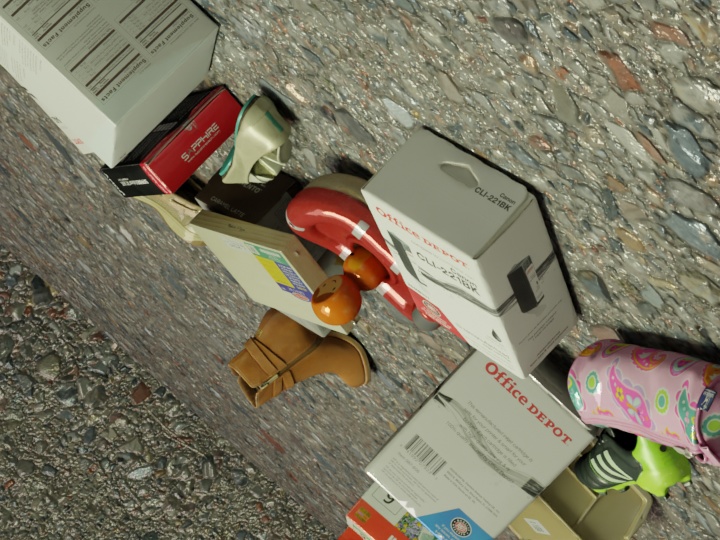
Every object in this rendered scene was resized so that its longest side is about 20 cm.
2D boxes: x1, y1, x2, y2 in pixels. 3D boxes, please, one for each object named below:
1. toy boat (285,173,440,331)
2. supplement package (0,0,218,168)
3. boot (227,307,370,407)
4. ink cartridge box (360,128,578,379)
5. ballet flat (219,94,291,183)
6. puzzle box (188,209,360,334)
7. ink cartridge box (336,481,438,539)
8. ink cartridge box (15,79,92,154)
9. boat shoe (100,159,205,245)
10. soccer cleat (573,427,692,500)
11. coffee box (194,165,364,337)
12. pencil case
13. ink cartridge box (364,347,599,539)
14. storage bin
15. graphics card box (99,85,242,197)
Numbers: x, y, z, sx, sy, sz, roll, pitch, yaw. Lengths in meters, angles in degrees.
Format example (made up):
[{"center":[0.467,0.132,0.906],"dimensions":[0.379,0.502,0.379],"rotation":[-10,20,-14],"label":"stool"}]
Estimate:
[{"center":[0.000,0.000,1.774],"dimensions":[0.200,0.131,0.131],"rotation":[42,164,4],"label":"toy boat"},{"center":[-0.271,-0.241,1.783],"dimensions":[0.200,0.151,0.152],"rotation":[43,164,2],"label":"supplement package"},{"center":[-0.081,0.124,2.264],"dimensions":[0.074,0.155,0.200],"rotation":[25,156,48],"label":"boot"},{"center":[0.100,-0.014,1.572],"dimensions":[0.144,0.084,0.200],"rotation":[34,161,35],"label":"ink cartridge box"},{"center":[-0.107,-0.125,1.853],"dimensions":[0.069,0.069,0.200],"rotation":[43,165,2],"label":"ballet flat"},{"center":[-0.095,0.000,1.919],"dimensions":[0.200,0.025,0.133],"rotation":[17,150,53],"label":"puzzle box"},{"center":[0.046,0.284,1.929],"dimensions":[0.109,0.200,0.050],"rotation":[39,164,16],"label":"ink cartridge box"},{"center":[-0.357,-0.241,2.127],"dimensions":[0.200,0.084,0.146],"rotation":[49,164,-16],"label":"ink cartridge box"},{"center":[-0.252,-0.117,2.253],"dimensions":[0.200,0.071,0.065],"rotation":[39,129,16],"label":"boat shoe"},{"center":[0.262,0.179,1.737],"dimensions":[0.081,0.067,0.200],"rotation":[63,162,-4],"label":"soccer cleat"},{"center":[-0.091,-0.029,2.025],"dimensions":[0.114,0.080,0.200],"rotation":[28,158,43],"label":"coffee box"},{"center":[0.261,0.112,1.501],"dimensions":[0.087,0.087,0.200],"rotation":[50,164,-24],"label":"pencil case"},{"center":[0.127,0.172,1.775],"dimensions":[0.145,0.200,0.084],"rotation":[43,-159,1],"label":"ink cartridge box"},{"center":[0.197,0.222,1.941],"dimensions":[0.199,0.094,0.200],"rotation":[46,164,-11],"label":"storage bin"},{"center":[-0.209,-0.140,1.945],"dimensions":[0.051,0.126,0.200],"rotation":[48,163,-17],"label":"graphics card box"}]
